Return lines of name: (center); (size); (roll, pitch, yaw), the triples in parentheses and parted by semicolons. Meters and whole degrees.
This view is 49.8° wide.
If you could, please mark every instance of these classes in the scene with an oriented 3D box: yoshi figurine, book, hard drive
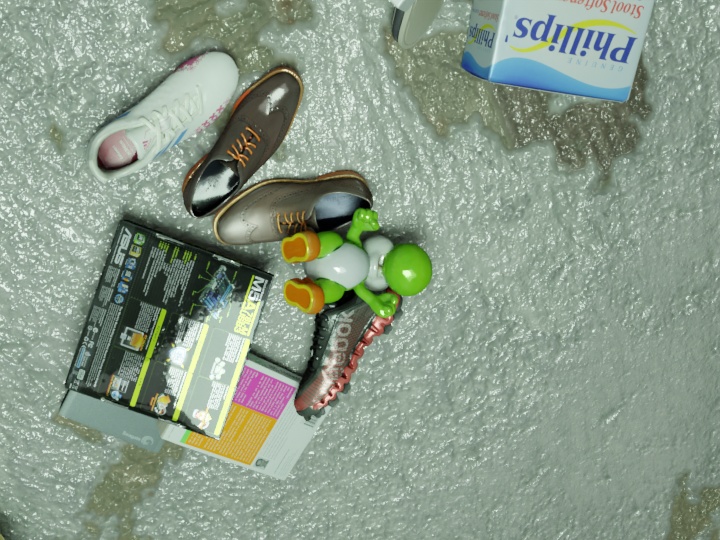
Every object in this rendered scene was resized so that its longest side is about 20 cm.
yoshi figurine: (0.010, -0.004, 0.901); (0.197, 0.113, 0.113); (-5, 140, -44)
book: (-0.143, 0.181, 1.001); (0.198, 0.048, 0.135); (31, 97, -32)
hard drive: (-0.272, 0.119, 0.974); (0.137, 0.033, 0.203); (27, 104, -20)

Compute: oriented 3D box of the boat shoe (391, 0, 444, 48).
boat shoe: (0.067, -0.353, 0.856); (0.062, 0.072, 0.204); (29, 115, 24)

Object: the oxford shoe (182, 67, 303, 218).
oxford shoe: (-0.129, -0.138, 0.879); (0.070, 0.073, 0.201); (33, 101, -21)

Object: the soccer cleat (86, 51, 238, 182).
soccer cleat: (-0.213, -0.161, 0.845); (0.198, 0.087, 0.070); (-36, 114, 3)

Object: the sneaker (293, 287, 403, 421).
sneaker: (-0.034, 0.090, 0.983); (0.097, 0.071, 0.202); (36, 88, -18)

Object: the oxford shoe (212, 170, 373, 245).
oxford shoe: (-0.080, -0.070, 0.917); (0.195, 0.073, 0.073); (-18, 114, -4)

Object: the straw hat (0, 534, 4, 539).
straw hat: (-0.477, 0.413, 1.015); (0.204, 0.200, 0.084); (-57, 154, 13)

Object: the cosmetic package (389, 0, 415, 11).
cosmetic package: (0.006, -0.371, 0.773); (0.107, 0.085, 0.200); (-43, 94, 17)

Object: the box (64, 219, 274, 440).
box: (-0.219, 0.068, 0.902); (0.189, 0.047, 0.205); (19, 90, -10)

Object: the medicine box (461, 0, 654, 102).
medicine box: (0.227, -0.309, 0.871); (0.177, 0.103, 0.205); (4, 110, -13)
